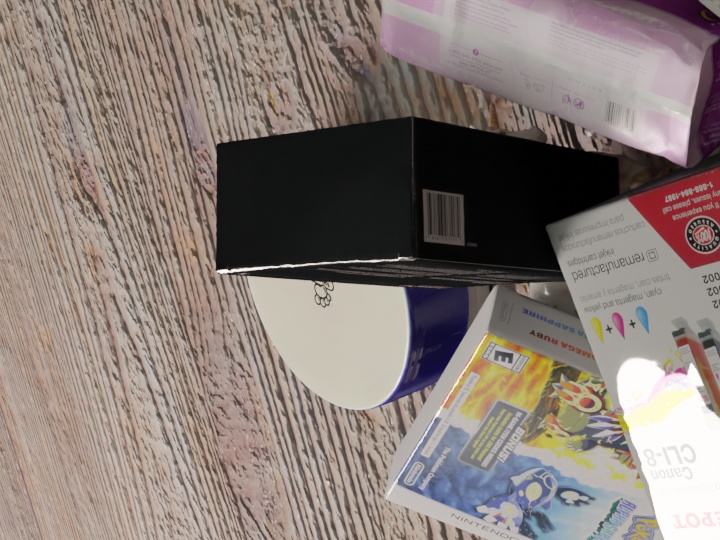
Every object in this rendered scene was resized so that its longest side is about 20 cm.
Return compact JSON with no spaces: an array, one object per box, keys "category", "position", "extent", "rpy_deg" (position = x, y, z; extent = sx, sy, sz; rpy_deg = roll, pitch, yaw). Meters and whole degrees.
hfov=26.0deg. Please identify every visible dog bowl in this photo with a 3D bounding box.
[{"category":"dog bowl","position":[0.000,0.000,1.166],"extent":[0.200,0.079,0.200],"rpy_deg":[29,129,43]}]

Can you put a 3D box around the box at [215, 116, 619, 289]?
[{"category":"box","position":[0.037,-0.032,0.881],"extent":[0.141,0.200,0.079],"rpy_deg":[-7,83,39]}]

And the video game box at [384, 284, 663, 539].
[{"category":"video game box","position":[0.131,0.114,0.993],"extent":[0.182,0.047,0.200],"rpy_deg":[20,138,-5]}]

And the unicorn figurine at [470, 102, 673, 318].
[{"category":"unicorn figurine","position":[0.131,-0.027,0.975],"extent":[0.137,0.074,0.200],"rpy_deg":[-9,80,32]}]

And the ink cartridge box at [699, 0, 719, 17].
[{"category":"ink cartridge box","position":[0.254,-0.137,0.719],"extent":[0.200,0.048,0.146],"rpy_deg":[40,143,3]}]

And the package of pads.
[{"category":"package of pads","position":[0.120,-0.132,0.844],"extent":[0.200,0.120,0.076],"rpy_deg":[25,126,28]}]

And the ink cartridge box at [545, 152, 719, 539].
[{"category":"ink cartridge box","position":[0.224,0.034,0.830],"extent":[0.145,0.145,0.200],"rpy_deg":[-20,92,54]}]
